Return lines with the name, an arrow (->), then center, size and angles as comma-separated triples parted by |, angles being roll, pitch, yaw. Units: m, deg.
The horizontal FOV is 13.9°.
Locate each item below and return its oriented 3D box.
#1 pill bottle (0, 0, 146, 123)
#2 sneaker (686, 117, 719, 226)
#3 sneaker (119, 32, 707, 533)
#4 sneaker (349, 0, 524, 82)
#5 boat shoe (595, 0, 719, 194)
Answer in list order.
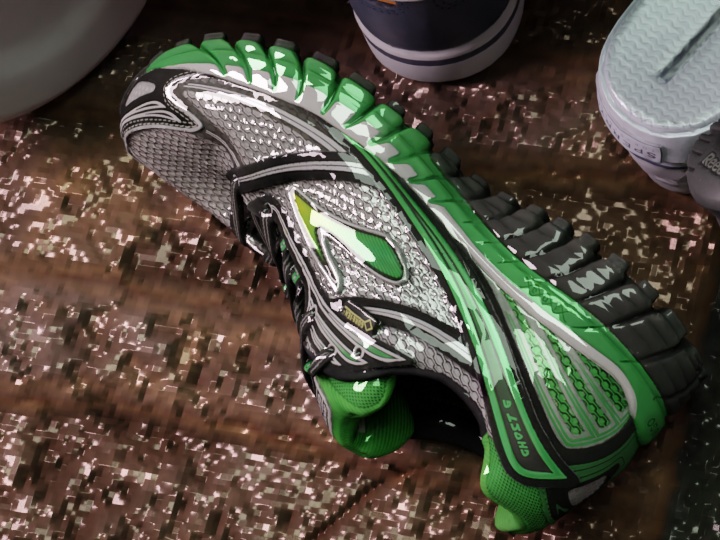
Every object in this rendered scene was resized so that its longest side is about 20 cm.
pill bottle -> -0.163, -0.148, 0.963 | 0.114, 0.114, 0.200 | -40, 63, -10
sneaker -> 0.183, -0.031, 0.855 | 0.200, 0.091, 0.076 | -26, 19, -22
sneaker -> 0.000, 0.000, 0.872 | 0.200, 0.078, 0.085 | 35, 76, 25
sneaker -> 0.024, -0.166, 0.954 | 0.078, 0.079, 0.200 | -7, 60, 9
boat shoe -> 0.147, -0.106, 0.896 | 0.200, 0.067, 0.074 | -42, 68, -4
